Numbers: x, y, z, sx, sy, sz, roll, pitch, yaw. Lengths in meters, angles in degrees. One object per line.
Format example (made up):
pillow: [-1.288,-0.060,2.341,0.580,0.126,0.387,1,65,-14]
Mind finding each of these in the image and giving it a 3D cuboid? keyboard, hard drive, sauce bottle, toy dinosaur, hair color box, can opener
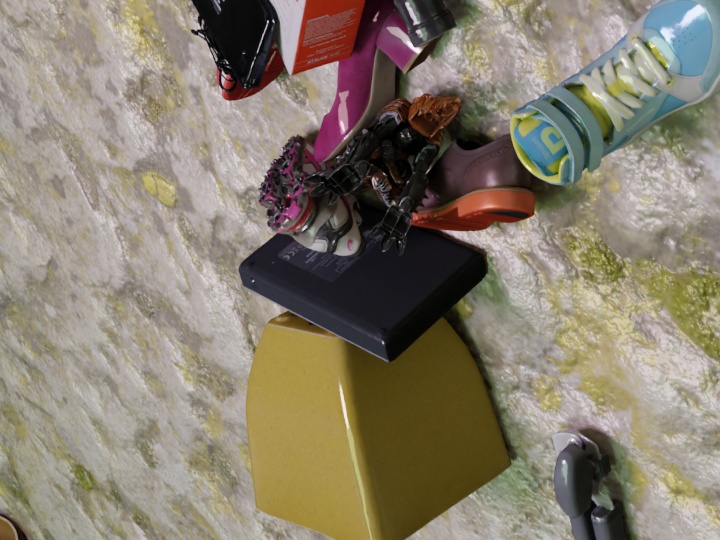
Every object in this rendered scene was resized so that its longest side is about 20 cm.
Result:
keyboard: [-0.116,-0.240,1.270,0.201,0.039,0.105,61,138,39]
hard drive: [0.000,0.000,1.335,0.199,0.139,0.033,25,143,39]
sauce bottle: [0.019,-0.282,1.165,0.064,0.064,0.202,-18,102,55]
toy dinosaur: [0.026,-0.106,1.229,0.101,0.136,0.201,27,152,8]
hair color box: [-0.041,-0.257,1.140,0.200,0.063,0.112,110,138,-69]
can opener: [0.212,0.236,1.325,0.052,0.066,0.202,10,128,46]

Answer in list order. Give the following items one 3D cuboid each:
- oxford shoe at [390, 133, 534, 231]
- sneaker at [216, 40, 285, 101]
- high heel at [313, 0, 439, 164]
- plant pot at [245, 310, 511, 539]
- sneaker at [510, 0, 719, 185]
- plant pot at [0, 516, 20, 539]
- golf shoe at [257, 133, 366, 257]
oxford shoe: [0.090,-0.075,1.250,0.199,0.070,0.074,-7,78,59]
sneaker: [-0.108,-0.265,1.346,0.116,0.078,0.201,53,135,23]
high heel: [-0.012,-0.180,1.273,0.096,0.067,0.200,48,142,6]
plant pot: [0.002,0.125,1.397,0.194,0.193,0.202,8,117,49]
sneaker: [0.183,-0.124,1.018,0.080,0.130,0.200,53,145,9]
plant pot: [-0.687,0.589,2.647,0.185,0.186,0.201,28,149,36]
golf shoe: [-0.045,-0.065,1.357,0.092,0.200,0.073,32,106,-20]
